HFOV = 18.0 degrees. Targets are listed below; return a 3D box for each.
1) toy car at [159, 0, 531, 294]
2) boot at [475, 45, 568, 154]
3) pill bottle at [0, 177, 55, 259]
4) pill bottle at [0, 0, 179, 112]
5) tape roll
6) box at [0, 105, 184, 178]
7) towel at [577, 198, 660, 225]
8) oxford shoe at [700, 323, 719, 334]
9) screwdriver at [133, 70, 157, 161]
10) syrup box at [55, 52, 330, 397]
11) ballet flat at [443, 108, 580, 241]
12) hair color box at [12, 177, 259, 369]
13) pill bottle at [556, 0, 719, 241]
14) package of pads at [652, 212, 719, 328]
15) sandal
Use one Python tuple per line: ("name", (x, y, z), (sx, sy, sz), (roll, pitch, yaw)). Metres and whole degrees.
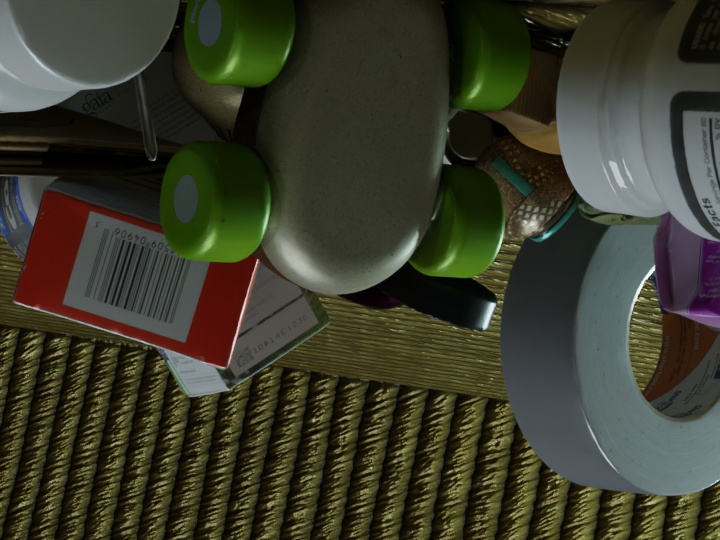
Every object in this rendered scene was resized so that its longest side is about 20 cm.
("toy car", (-0.044, -0.082, 1.112), (0.164, 0.158, 0.200), (3, -171, -34))
("boot", (0.159, -0.080, 1.123), (0.201, 0.071, 0.144), (9, 179, 39))
("pill bottle", (-0.188, -0.053, 1.551), (0.113, 0.114, 0.200), (13, 172, -15))
("pill bottle", (-0.177, -0.127, 1.023), (0.114, 0.114, 0.200), (17, 170, -41))
("tape roll", (0.181, 0.041, 1.441), (0.200, 0.201, 0.066), (17, 171, -40))
("box", (-0.203, -0.073, 1.179), (0.163, 0.021, 0.200), (0, -169, -35))
("towel", (0.223, -0.046, 1.261), (0.148, 0.037, 0.200), (0, 179, -23))
("oxford shoe", (0.207, 0.001, 1.300), (0.073, 0.072, 0.200), (8, 171, 2))
("screwdriver", (-0.100, -0.099, 1.035), (0.029, 0.028, 0.200), (39, -161, -35))
("syrup box", (-0.109, -0.032, 1.329), (0.079, 0.200, 0.081), (-33, -173, -22))
("ballet flat", (0.074, -0.069, 1.267), (0.065, 0.071, 0.200), (42, -178, -14))
("hair color box", (-0.108, -0.010, 1.179), (0.111, 0.064, 0.200), (18, -171, -3))
("pill bottle", (0.188, -0.067, 0.941), (0.200, 0.116, 0.116), (6, 171, 40))
("package of pads", (0.232, 0.004, 1.085), (0.120, 0.076, 0.200), (5, 174, 31))
("sandal", (-0.001, 0.000, 1.192), (0.075, 0.048, 0.200), (16, -170, -28))
